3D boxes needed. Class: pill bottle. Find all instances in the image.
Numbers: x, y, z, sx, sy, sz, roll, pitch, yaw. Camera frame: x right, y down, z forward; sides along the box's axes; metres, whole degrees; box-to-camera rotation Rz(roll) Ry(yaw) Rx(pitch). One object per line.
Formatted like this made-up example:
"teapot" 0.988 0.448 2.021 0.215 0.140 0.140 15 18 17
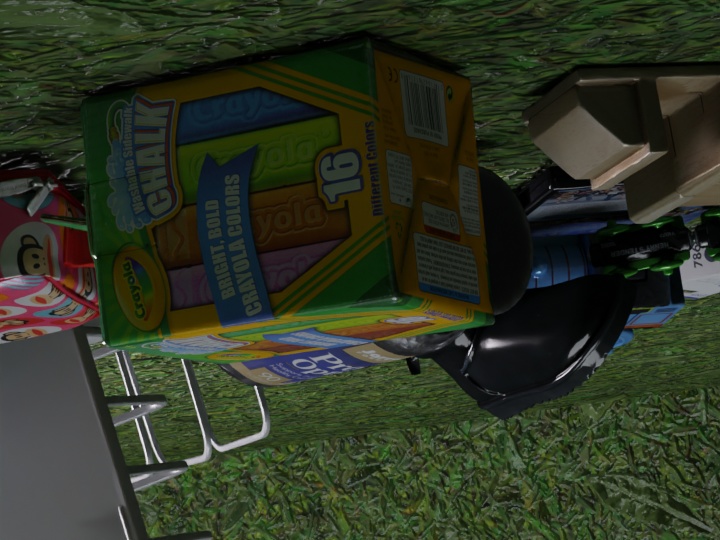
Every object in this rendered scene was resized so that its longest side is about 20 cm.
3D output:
"pill bottle" 0.000 0.000 1.460 0.111 0.113 0.199 1 169 -43

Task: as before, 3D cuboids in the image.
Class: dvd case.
"dvd case" 0.166 -0.047 1.597 0.142 0.018 0.200 -5 173 -9

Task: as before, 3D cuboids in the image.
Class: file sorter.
"file sorter" -0.182 0.094 1.795 0.199 0.125 0.139 -17 177 -24
"file sorter" -0.198 0.102 1.608 0.138 0.201 0.124 -22 171 21

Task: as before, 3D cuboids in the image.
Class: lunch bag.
"lunch bag" -0.213 -0.003 1.376 0.175 0.082 0.200 -7 171 2

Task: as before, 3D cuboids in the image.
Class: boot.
"boot" 0.066 0.020 1.620 0.162 0.074 0.198 31 151 -12

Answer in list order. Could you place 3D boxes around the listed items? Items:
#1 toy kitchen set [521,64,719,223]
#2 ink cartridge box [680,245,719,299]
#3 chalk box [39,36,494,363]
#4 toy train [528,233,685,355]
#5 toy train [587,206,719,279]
"toy kitchen set" 0.184 -0.012 1.271 0.162 0.181 0.200 -2 167 -22
"ink cartridge box" 0.312 -0.015 1.867 0.199 0.039 0.099 -13 170 33
"chalk box" -0.054 -0.024 1.198 0.199 0.125 0.125 -10 171 25
"toy train" 0.126 0.010 1.757 0.199 0.087 0.114 -2 162 -14
"toy train" 0.244 -0.027 1.604 0.199 0.042 0.056 -10 -177 12
